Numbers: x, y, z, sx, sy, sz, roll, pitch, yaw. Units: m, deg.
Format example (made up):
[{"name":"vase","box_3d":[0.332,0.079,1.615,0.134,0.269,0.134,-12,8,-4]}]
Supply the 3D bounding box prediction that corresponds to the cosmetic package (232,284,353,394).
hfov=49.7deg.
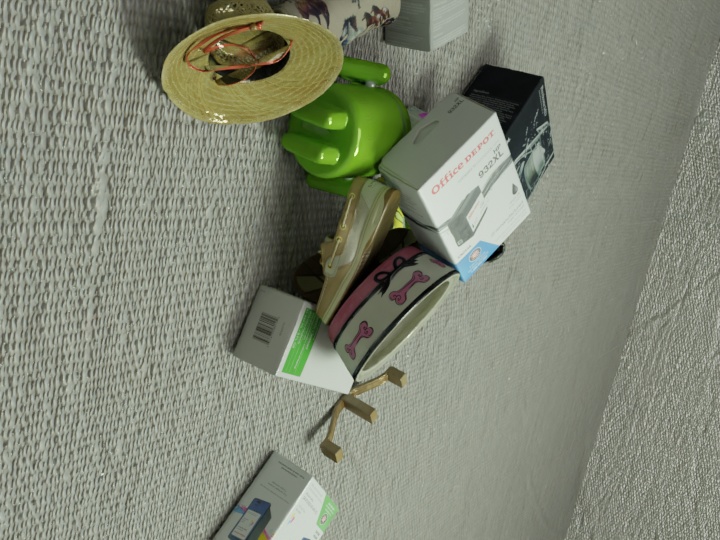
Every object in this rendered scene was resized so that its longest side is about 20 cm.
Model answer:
[{"name":"cosmetic package","box_3d":[-0.076,0.101,1.093,0.200,0.084,0.109,27,83,-58]}]

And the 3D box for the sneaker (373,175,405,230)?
[{"name":"sneaker","box_3d":[0.047,-0.056,1.195,0.076,0.075,0.201,-47,144,-28]}]

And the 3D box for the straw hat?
[{"name":"straw hat","box_3d":[-0.119,-0.240,0.811,0.200,0.200,0.086,12,57,-58]}]

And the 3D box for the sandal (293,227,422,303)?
[{"name":"sandal","box_3d":[0.000,0.000,1.114,0.198,0.081,0.054,-23,159,-20]}]

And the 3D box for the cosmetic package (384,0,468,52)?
[{"name":"cosmetic package","box_3d":[0.089,-0.409,1.039,0.107,0.090,0.202,-36,133,-41]}]

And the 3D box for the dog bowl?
[{"name":"dog bowl","box_3d":[0.039,0.052,1.034,0.200,0.074,0.200,-44,167,-13]}]

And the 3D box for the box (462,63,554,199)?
[{"name":"box","box_3d":[0.232,-0.207,1.345,0.197,0.123,0.201,-56,147,-22]}]

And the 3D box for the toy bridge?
[{"name":"toy bridge","box_3d":[-0.002,0.229,1.299,0.200,0.067,0.027,-45,142,-31]}]

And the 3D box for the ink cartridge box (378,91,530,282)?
[{"name":"ink cartridge box","box_3d":[0.129,-0.106,1.023,0.145,0.084,0.200,-45,138,-10]}]

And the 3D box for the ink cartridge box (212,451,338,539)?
[{"name":"ink cartridge box","box_3d":[-0.137,0.404,1.182,0.200,0.087,0.146,-52,146,-22]}]

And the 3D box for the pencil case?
[{"name":"pencil case","box_3d":[-0.031,-0.299,0.926,0.200,0.078,0.090,-41,156,-37]}]

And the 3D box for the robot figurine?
[{"name":"robot figurine","box_3d":[-0.011,-0.178,0.992,0.199,0.115,0.177,-15,123,-53]}]

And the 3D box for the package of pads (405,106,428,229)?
[{"name":"package of pads","box_3d":[0.118,-0.128,1.177,0.068,0.154,0.201,-30,134,-25]}]

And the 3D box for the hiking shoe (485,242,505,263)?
[{"name":"hiking shoe","box_3d":[0.231,-0.045,1.458,0.199,0.100,0.077,-21,126,-50]}]

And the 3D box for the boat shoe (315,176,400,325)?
[{"name":"boat shoe","box_3d":[-0.016,-0.026,0.993,0.201,0.066,0.074,-64,164,17]}]
